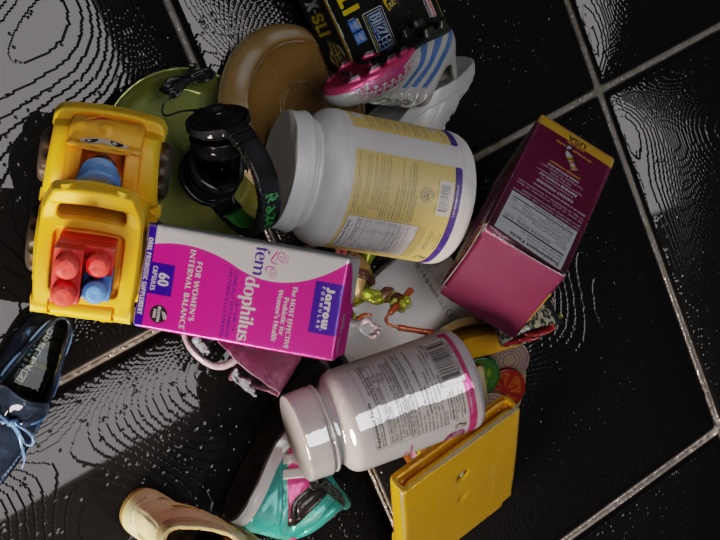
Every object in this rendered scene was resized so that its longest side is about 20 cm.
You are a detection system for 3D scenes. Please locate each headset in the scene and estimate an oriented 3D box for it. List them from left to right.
[{"bbox_3d":[-0.137,-0.129,1.254,0.094,0.124,0.200,-28,66,-30],"label":"headset"}]

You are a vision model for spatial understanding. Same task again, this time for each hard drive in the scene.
[{"bbox_3d":[0.058,0.052,1.457,0.200,0.027,0.132,-41,109,-20],"label":"hard drive"}]

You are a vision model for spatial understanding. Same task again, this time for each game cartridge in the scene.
[{"bbox_3d":[0.109,0.254,1.428,0.176,0.032,0.201,-32,146,-23],"label":"game cartridge"}]

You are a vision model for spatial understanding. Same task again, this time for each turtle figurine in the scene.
[{"bbox_3d":[0.000,0.000,1.391,0.198,0.064,0.163,11,78,11],"label":"turtle figurine"}]

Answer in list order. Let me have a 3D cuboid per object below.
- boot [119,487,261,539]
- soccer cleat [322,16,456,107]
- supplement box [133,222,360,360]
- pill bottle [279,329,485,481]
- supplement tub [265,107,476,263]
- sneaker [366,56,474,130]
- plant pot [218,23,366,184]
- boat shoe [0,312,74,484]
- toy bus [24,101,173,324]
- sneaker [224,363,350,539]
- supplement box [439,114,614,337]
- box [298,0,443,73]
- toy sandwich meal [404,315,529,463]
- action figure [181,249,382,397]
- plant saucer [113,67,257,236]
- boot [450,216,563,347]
[{"bbox_3d":[-0.147,0.301,1.291,0.200,0.155,0.073,36,76,-23],"label":"boot"},{"bbox_3d":[0.042,-0.206,1.335,0.200,0.070,0.087,-36,122,-36],"label":"soccer cleat"},{"bbox_3d":[-0.108,0.020,1.199,0.198,0.103,0.102,9,91,4],"label":"supplement box"},{"bbox_3d":[0.022,0.145,1.306,0.199,0.113,0.114,-18,100,-15],"label":"pill bottle"},{"bbox_3d":[0.006,-0.090,1.291,0.198,0.145,0.147,9,88,-21],"label":"supplement tub"},{"bbox_3d":[0.074,-0.160,1.442,0.200,0.073,0.116,-43,130,-30],"label":"sneaker"},{"bbox_3d":[-0.066,-0.177,1.362,0.199,0.027,0.202,4,83,-38],"label":"plant pot"},{"bbox_3d":[-0.349,0.125,1.230,0.084,0.069,0.202,21,83,-26],"label":"boat shoe"},{"bbox_3d":[-0.258,-0.046,1.178,0.135,0.192,0.202,9,106,-7],"label":"toy bus"},{"bbox_3d":[-0.055,0.217,1.375,0.120,0.083,0.201,36,76,-24],"label":"sneaker"},{"bbox_3d":[0.185,-0.051,1.352,0.103,0.131,0.201,32,51,-1],"label":"supplement box"},{"bbox_3d":[-0.003,-0.335,1.381,0.159,0.049,0.201,-35,107,-34],"label":"box"},{"bbox_3d":[0.128,0.149,1.452,0.204,0.070,0.207,-10,110,-29],"label":"toy sandwich meal"},{"bbox_3d":[-0.073,0.047,1.323,0.200,0.149,0.134,-44,104,-22],"label":"action figure"},{"bbox_3d":[-0.189,-0.116,1.323,0.199,0.031,0.202,-1,93,-28],"label":"plant saucer"},{"bbox_3d":[0.204,0.004,1.462,0.202,0.074,0.155,-12,68,-37],"label":"boot"}]
